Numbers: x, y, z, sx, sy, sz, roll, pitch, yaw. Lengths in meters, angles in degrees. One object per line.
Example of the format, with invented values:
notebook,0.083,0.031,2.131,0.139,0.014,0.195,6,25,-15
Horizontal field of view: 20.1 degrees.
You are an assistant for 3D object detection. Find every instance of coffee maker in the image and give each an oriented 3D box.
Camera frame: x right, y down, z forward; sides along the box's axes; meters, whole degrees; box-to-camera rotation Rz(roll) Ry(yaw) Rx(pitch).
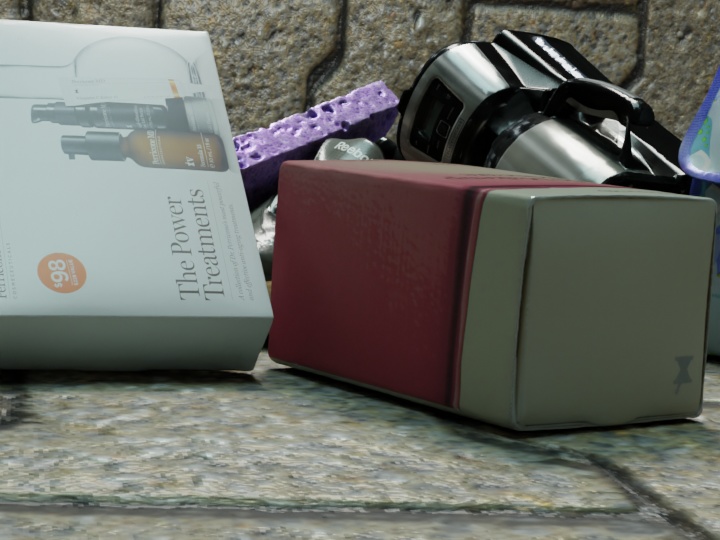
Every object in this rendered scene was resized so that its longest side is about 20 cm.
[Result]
coffee maker,0.143,-0.051,1.303,0.192,0.135,0.200,32,12,-44

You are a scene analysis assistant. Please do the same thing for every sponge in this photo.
sponge,-0.064,-0.059,1.376,0.200,0.112,0.030,-25,67,-44

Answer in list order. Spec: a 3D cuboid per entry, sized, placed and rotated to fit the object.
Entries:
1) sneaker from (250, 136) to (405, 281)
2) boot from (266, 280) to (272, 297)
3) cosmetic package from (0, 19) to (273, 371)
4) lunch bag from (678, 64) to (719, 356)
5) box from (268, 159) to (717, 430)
sneaker,-0.024,-0.045,1.332,0.066,0.091,0.200,35,27,16
boot,0.000,0.000,1.200,0.073,0.076,0.200,10,10,35
cosmetic package,-0.138,-0.041,1.050,0.150,0.052,0.201,-1,52,-20
lunch bag,0.278,-0.041,1.155,0.127,0.201,0.170,-2,9,-43
box,0.061,0.006,1.013,0.127,0.110,0.200,-1,7,-38
